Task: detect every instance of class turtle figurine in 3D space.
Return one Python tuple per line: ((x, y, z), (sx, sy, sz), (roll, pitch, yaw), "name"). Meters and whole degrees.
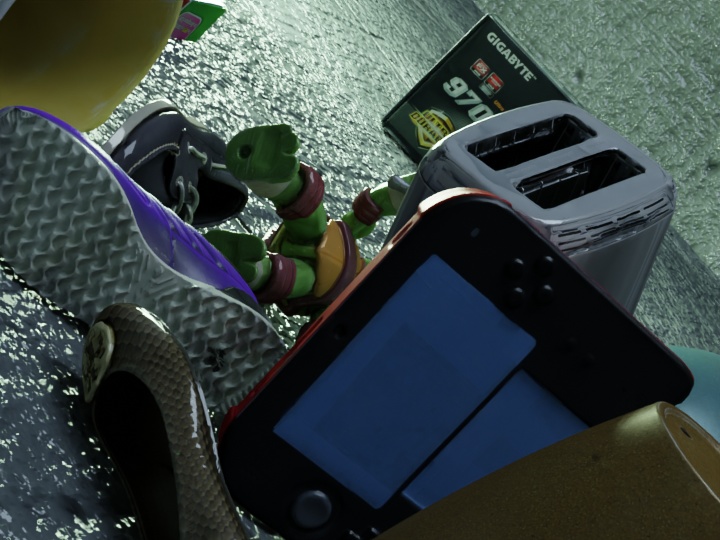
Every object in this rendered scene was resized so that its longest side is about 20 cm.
((0.000, 0.000, 1.050), (0.200, 0.144, 0.194), (52, 11, 33), "turtle figurine")

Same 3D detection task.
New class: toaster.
((0.083, -0.009, 0.957), (0.199, 0.130, 0.114), (-19, 50, -44), "toaster")

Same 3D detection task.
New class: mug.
((-0.207, -0.156, 0.980), (0.153, 0.187, 0.149), (42, 45, 21), "mug")

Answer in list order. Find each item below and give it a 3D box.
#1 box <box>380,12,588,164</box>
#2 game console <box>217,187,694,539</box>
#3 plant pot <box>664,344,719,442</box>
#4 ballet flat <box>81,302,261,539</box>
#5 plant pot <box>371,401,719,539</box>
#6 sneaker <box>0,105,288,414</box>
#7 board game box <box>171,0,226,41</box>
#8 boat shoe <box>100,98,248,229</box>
((0.144, -0.133, 1.768), (0.200, 0.159, 0.046), (47, 16, 1), "box")
((0.045, 0.074, 0.875), (0.177, 0.200, 0.031), (41, 9, -18), "game console")
((0.182, 0.124, 1.059), (0.200, 0.134, 0.201), (42, -29, 30), "plant pot")
((-0.088, 0.091, 0.761), (0.046, 0.068, 0.200), (-5, 48, -29), "ballet flat")
((0.093, 0.160, 0.787), (0.186, 0.200, 0.187), (43, 16, -15), "plant pot")
((-0.123, -0.010, 0.911), (0.200, 0.070, 0.100), (46, 7, -19), "sneaker")
((-0.200, -0.252, 1.362), (0.153, 0.040, 0.200), (49, 15, 9), "board game box")
((-0.110, -0.053, 1.033), (0.063, 0.073, 0.200), (44, 10, 5), "boat shoe")
